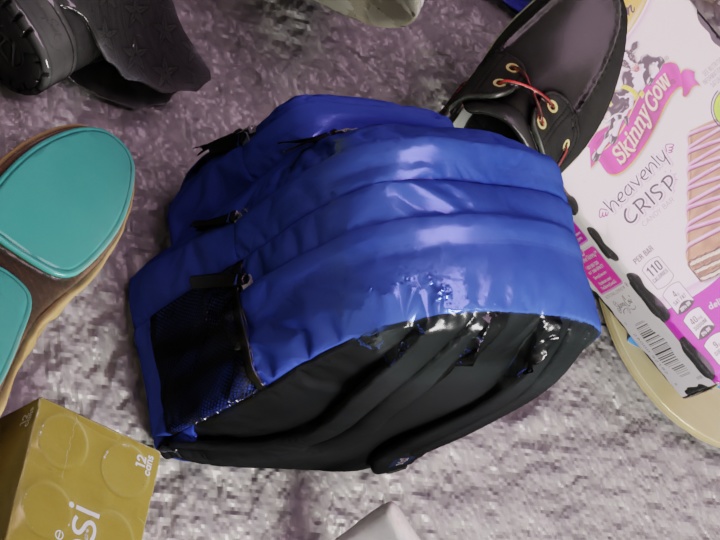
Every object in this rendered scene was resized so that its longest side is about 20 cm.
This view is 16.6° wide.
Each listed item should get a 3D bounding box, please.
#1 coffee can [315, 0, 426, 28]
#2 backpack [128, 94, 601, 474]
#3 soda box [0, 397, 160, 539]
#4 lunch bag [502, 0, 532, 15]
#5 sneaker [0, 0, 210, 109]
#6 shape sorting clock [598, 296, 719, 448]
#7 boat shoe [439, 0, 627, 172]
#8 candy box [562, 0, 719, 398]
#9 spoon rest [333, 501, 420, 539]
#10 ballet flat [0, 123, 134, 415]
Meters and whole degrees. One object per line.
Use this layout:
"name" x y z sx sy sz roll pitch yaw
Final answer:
"coffee can" 0.024 -0.247 1.274 0.146 0.146 0.200 40 75 -21
"backpack" 0.000 0.000 1.158 0.162 0.200 0.168 -1 73 -40
"soda box" -0.147 0.160 1.055 0.068 0.064 0.200 28 55 -29
"lunch bag" 0.120 -0.224 1.447 0.200 0.094 0.151 37 48 -35
"sneaker" -0.154 -0.161 1.195 0.104 0.060 0.200 -33 100 -43
"shape sorting clock" 0.218 0.010 1.453 0.200 0.039 0.200 14 63 -29
"boat shoe" 0.080 -0.073 1.294 0.074 0.063 0.202 36 78 0
"candy box" 0.172 -0.050 1.370 0.136 0.061 0.200 -40 89 -17
"spoon rest" -0.055 0.181 1.142 0.200 0.061 0.099 -34 94 -31
"ballet flat" -0.165 0.007 1.110 0.069 0.063 0.200 40 43 -10
